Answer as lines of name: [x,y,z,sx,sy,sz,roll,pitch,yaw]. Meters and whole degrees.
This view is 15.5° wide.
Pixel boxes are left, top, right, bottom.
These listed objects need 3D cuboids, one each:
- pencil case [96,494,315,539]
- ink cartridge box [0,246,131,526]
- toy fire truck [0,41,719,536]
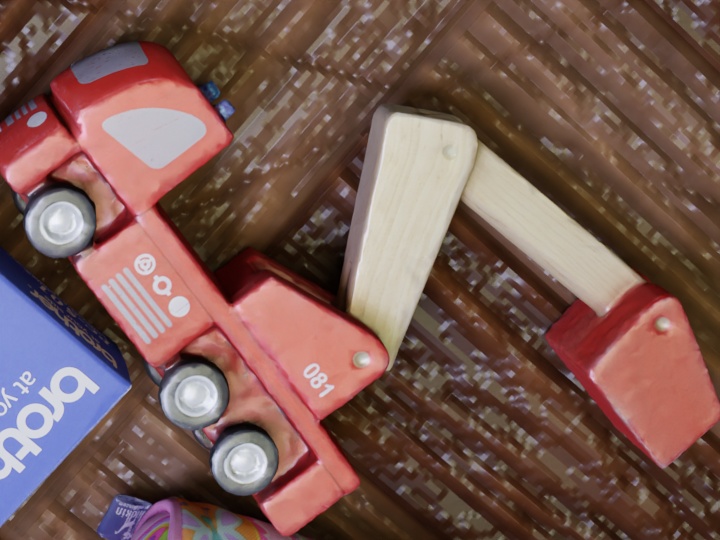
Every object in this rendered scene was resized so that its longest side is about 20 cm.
pencil case: [0.008,0.137,0.805,0.199,0.087,0.088,22,99,-16]
ink cartridge box: [-0.168,0.070,0.765,0.094,0.044,0.200,42,94,-19]
toy fire truck: [0.000,0.000,0.782,0.141,0.049,0.200,-37,108,-2]
